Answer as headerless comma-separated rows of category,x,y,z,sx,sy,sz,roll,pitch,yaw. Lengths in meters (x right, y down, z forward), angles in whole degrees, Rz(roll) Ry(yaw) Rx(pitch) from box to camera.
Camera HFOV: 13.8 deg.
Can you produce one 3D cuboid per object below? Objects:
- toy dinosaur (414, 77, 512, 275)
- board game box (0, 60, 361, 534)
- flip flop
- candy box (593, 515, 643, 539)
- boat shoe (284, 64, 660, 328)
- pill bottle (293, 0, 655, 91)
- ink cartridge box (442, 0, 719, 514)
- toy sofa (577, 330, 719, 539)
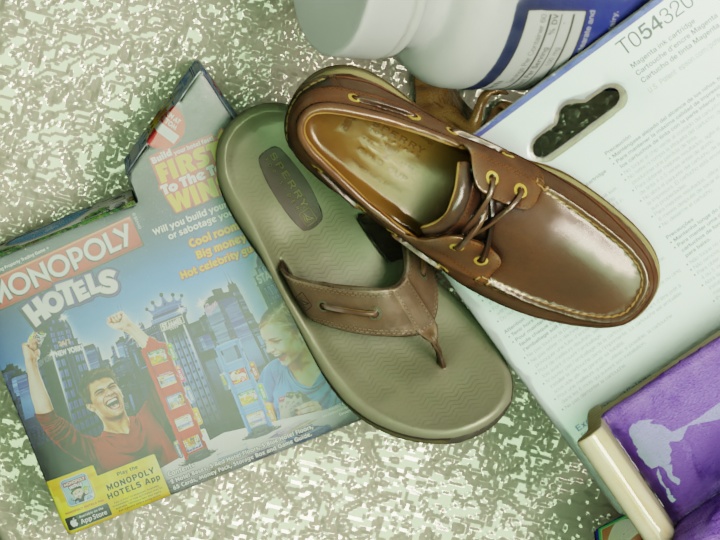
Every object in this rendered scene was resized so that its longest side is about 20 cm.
toy dinosaur,0.043,-0.034,1.539,0.106,0.060,0.201,13,74,-7
board game box,-0.095,0.005,1.532,0.199,0.062,0.201,-21,100,-3
flip flop,0.000,0.000,1.462,0.081,0.058,0.200,-33,84,-15
candy box,0.249,0.157,1.524,0.200,0.077,0.169,-32,129,23
boat shoe,0.050,-0.028,1.411,0.199,0.068,0.072,30,101,0
pill bottle,0.073,-0.149,1.464,0.199,0.120,0.120,-1,101,-28
ink cartridge box,0.150,-0.016,1.460,0.196,0.043,0.200,-36,93,9
toy sofa,0.206,0.056,1.397,0.200,0.098,0.083,-34,95,9
